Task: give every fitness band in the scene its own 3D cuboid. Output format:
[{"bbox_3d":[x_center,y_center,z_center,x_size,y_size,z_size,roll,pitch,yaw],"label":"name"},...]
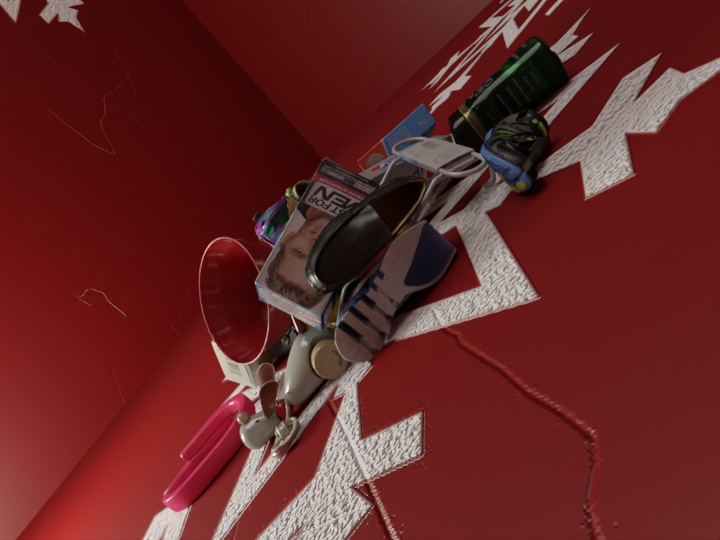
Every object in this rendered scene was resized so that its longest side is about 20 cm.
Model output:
[{"bbox_3d":[-0.240,0.288,0.931,0.201,0.037,0.143,-50,17,-7],"label":"fitness band"}]

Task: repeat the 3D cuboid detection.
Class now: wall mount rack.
[{"bbox_3d":[0.092,-0.126,0.838,0.170,0.076,0.199,-28,31,-16],"label":"wall mount rack"}]

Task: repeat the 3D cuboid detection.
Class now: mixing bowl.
[{"bbox_3d":[-0.171,0.039,0.963,0.106,0.206,0.198,-14,-12,-45],"label":"mixing bowl"}]

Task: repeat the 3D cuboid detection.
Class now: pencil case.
[{"bbox_3d":[-0.110,-0.036,1.078,0.093,0.201,0.084,-50,25,-20],"label":"pencil case"}]

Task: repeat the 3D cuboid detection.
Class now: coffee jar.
[{"bbox_3d":[0.230,-0.274,0.945,0.199,0.085,0.105,-43,14,17],"label":"coffee jar"}]

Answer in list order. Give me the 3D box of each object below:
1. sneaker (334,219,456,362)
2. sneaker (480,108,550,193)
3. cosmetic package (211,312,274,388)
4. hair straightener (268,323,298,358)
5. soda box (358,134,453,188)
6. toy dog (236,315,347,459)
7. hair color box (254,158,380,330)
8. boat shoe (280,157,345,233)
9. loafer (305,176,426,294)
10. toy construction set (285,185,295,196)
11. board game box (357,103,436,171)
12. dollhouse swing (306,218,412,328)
[{"bbox_3d":[0.026,0.018,0.768,0.201,0.080,0.115,-50,16,-4],"label":"sneaker"},{"bbox_3d":[0.204,-0.166,0.757,0.083,0.071,0.201,-43,12,29],"label":"sneaker"},{"bbox_3d":[-0.184,0.103,1.093,0.069,0.107,0.202,10,47,23],"label":"cosmetic package"},{"bbox_3d":[-0.098,0.106,0.992,0.197,0.041,0.077,-29,12,39],"label":"hair straightener"},{"bbox_3d":[0.068,-0.153,0.958,0.197,0.065,0.068,-32,24,-23],"label":"soda box"},{"bbox_3d":[-0.101,0.138,0.786,0.202,0.096,0.131,-52,15,-21],"label":"toy dog"},{"bbox_3d":[-0.050,-0.037,0.778,0.061,0.097,0.204,97,-163,-67],"label":"hair color box"},{"bbox_3d":[-0.081,-0.114,0.933,0.199,0.066,0.075,-36,17,46],"label":"boat shoe"},{"bbox_3d":[0.008,-0.053,0.718,0.201,0.073,0.072,-49,11,-26],"label":"loafer"},{"bbox_3d":[-0.075,-0.121,1.145,0.130,0.194,0.096,-28,-52,-58],"label":"toy construction set"},{"bbox_3d":[0.071,-0.234,1.095,0.152,0.041,0.200,-40,3,9],"label":"board game box"},{"bbox_3d":[0.000,0.000,0.934,0.200,0.169,0.189,-126,47,-76],"label":"dollhouse swing"}]
